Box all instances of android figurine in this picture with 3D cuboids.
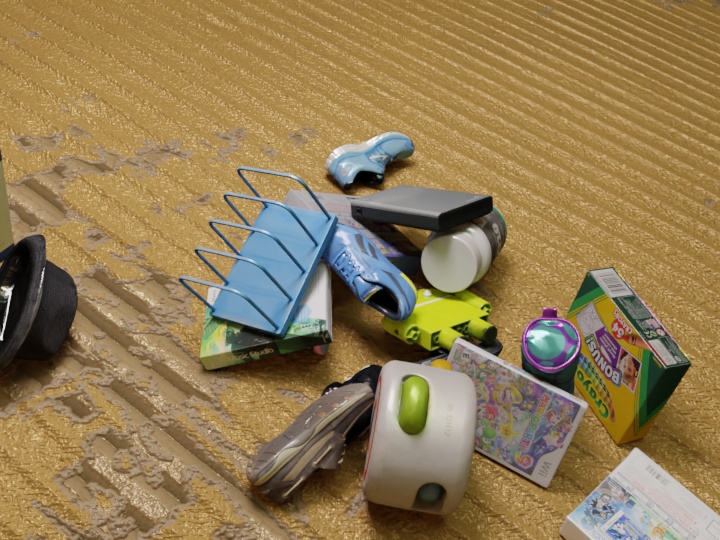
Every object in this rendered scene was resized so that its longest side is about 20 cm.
[{"bbox_3d":[0.116,0.072,1.344,0.180,0.042,0.199,-14,27,-31],"label":"android figurine"}]

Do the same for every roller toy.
[{"bbox_3d":[0.082,0.219,1.120,0.137,0.186,0.200,10,8,-1],"label":"roller toy"}]

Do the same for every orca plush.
[{"bbox_3d":[-0.020,0.186,1.209,0.199,0.072,0.105,-27,55,-35],"label":"orca plush"}]

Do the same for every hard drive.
[{"bbox_3d":[0.100,-0.104,1.408,0.138,0.033,0.198,-21,23,-40],"label":"hard drive"}]

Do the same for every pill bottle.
[{"bbox_3d":[0.174,-0.041,1.433,0.112,0.115,0.200,24,27,13],"label":"pill bottle"}]

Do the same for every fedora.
[{"bbox_3d":[-0.459,0.054,1.207,0.091,0.201,0.202,24,31,-38],"label":"fedora"}]

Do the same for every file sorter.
[{"bbox_3d":[-0.149,-0.033,1.234,0.137,0.123,0.202,12,66,31],"label":"file sorter"}]

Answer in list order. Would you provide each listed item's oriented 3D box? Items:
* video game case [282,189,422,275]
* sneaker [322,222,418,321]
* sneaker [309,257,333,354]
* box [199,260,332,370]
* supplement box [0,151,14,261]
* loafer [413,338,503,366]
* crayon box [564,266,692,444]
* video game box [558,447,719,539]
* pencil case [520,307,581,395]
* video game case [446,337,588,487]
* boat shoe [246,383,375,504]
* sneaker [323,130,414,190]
[{"bbox_3d":[-0.011,-0.062,1.444,0.198,0.046,0.181,0,37,-49],"label":"video game case"},{"bbox_3d":[0.000,0.000,1.275,0.199,0.066,0.078,41,26,5],"label":"sneaker"},{"bbox_3d":[-0.091,0.047,1.349,0.094,0.080,0.202,-3,40,6],"label":"sneaker"},{"bbox_3d":[-0.139,0.066,1.280,0.197,0.037,0.146,-14,43,10],"label":"box"},{"bbox_3d":[-0.636,-0.080,1.247,0.133,0.202,0.200,27,44,15],"label":"supplement box"},{"bbox_3d":[0.132,0.141,1.295,0.198,0.068,0.071,-22,67,-28],"label":"loafer"},{"bbox_3d":[0.387,0.128,1.296,0.057,0.174,0.201,-6,45,-24],"label":"crayon box"},{"bbox_3d":[0.398,0.361,1.146,0.181,0.047,0.200,-26,55,-37],"label":"video game box"},{"bbox_3d":[0.274,0.137,1.241,0.084,0.201,0.094,5,65,13],"label":"pencil case"},{"bbox_3d":[0.199,0.199,1.197,0.198,0.145,0.018,26,26,15],"label":"video game case"},{"bbox_3d":[-0.058,0.228,1.131,0.199,0.074,0.074,-37,16,-10],"label":"boat shoe"},{"bbox_3d":[0.026,-0.202,1.653,0.198,0.079,0.091,-22,71,-28],"label":"sneaker"}]
